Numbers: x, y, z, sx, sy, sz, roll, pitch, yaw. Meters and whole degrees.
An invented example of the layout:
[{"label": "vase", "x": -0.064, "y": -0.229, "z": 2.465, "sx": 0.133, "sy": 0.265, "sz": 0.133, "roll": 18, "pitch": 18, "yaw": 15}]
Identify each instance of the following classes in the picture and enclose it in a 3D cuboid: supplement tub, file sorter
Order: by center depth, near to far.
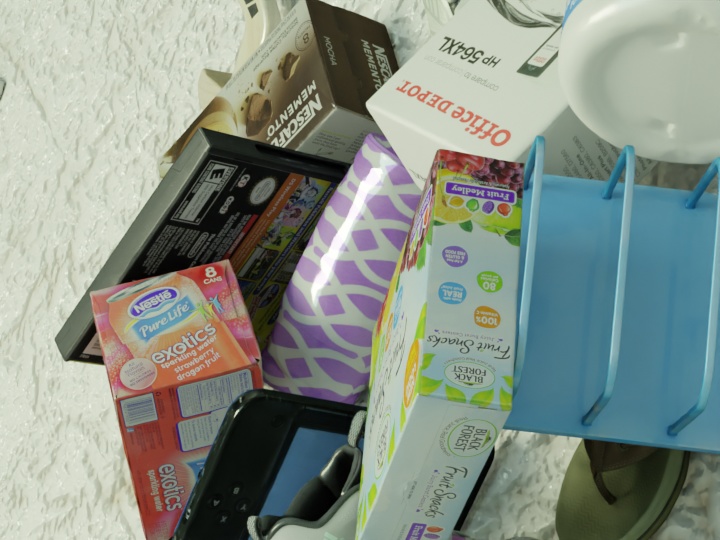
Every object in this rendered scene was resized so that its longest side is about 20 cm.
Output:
[{"label": "file sorter", "x": 0.171, "y": 0.014, "z": 1.037, "sx": 0.123, "sy": 0.198, "sz": 0.140, "roll": 91, "pitch": -174, "yaw": -77}, {"label": "supplement tub", "x": 0.176, "y": -0.168, "z": 1.049, "sx": 0.132, "sy": 0.132, "sz": 0.201, "roll": -29, "pitch": 39, "yaw": 43}]

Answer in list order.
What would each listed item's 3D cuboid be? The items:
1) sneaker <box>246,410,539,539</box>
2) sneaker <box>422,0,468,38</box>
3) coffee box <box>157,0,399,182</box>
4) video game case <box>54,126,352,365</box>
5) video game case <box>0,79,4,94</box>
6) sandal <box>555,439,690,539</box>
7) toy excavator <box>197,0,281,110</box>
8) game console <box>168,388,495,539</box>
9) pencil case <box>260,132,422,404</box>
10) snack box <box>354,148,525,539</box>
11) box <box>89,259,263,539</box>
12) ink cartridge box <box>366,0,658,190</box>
[{"label": "sneaker", "x": 0.025, "y": 0.147, "z": 1.180, "sx": 0.078, "sy": 0.199, "sz": 0.141, "roll": -5, "pitch": 97, "yaw": 56}, {"label": "sneaker", "x": 0.069, "y": -0.168, "z": 1.370, "sx": 0.081, "sy": 0.075, "sz": 0.201, "roll": -56, "pitch": 39, "yaw": 35}, {"label": "coffee box", "x": -0.057, "y": -0.089, "z": 1.489, "sx": 0.200, "sy": 0.079, "sz": 0.114, "roll": -43, "pitch": 45, "yaw": 34}, {"label": "video game case", "x": -0.092, "y": -0.004, "z": 1.418, "sx": 0.200, "sy": 0.180, "sz": 0.026, "roll": -53, "pitch": 49, "yaw": 25}, {"label": "video game case", "x": -0.425, "y": -0.148, "z": 2.032, "sx": 0.200, "sy": 0.017, "sz": 0.144, "roll": 31, "pitch": 101, "yaw": 52}, {"label": "sandal", "x": 0.161, "y": 0.075, "z": 1.170, "sx": 0.080, "sy": 0.057, "sz": 0.202, "roll": 40, "pitch": 109, "yaw": 50}, {"label": "toy excavator", "x": -0.083, "y": -0.240, "z": 1.577, "sx": 0.194, "sy": 0.099, "sz": 0.201, "roll": -43, "pitch": 55, "yaw": 36}, {"label": "game console", "x": -0.003, "y": 0.183, "z": 1.218, "sx": 0.118, "sy": 0.199, "sz": 0.172, "roll": 45, "pitch": 116, "yaw": 50}, {"label": "pencil case", "x": 0.000, "y": 0.000, "z": 1.387, "sx": 0.201, "sy": 0.084, "sz": 0.086, "roll": -61, "pitch": 4, "yaw": 13}, {"label": "snack box", "x": 0.039, "y": 0.051, "z": 1.067, "sx": 0.200, "sy": 0.053, "sz": 0.143, "roll": 107, "pitch": 169, "yaw": -58}, {"label": "box", "x": -0.118, "y": 0.097, "z": 1.401, "sx": 0.201, "sy": 0.102, "sz": 0.095, "roll": 85, "pitch": 169, "yaw": -52}, {"label": "ink cartridge box", "x": 0.124, "y": -0.119, "z": 1.200, "sx": 0.200, "sy": 0.084, "sz": 0.146, "roll": -45, "pitch": 38, "yaw": -11}]
